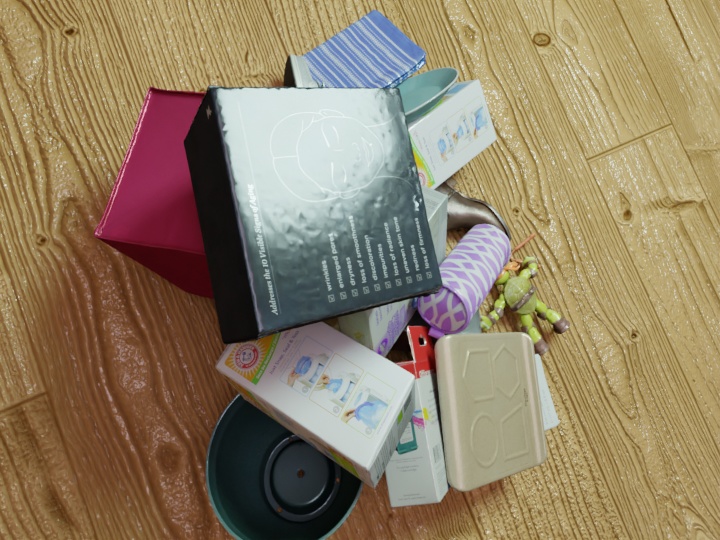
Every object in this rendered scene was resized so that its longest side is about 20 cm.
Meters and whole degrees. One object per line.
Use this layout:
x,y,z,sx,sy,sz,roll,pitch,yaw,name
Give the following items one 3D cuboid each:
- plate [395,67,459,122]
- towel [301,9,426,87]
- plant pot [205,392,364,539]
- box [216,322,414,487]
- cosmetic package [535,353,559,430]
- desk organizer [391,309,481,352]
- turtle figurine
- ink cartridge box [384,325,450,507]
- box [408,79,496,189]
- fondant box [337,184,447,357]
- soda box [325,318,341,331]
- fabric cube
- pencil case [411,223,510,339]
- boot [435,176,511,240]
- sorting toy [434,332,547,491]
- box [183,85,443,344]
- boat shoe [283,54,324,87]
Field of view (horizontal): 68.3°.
0.064,-0.260,0.832,0.198,0.198,0.026,-38,120,-18,plate
0.003,-0.354,0.892,0.199,0.024,0.145,-40,76,-20,towel
-0.083,0.250,0.679,0.192,0.136,0.207,-2,60,3,plant pot
-0.045,0.131,0.591,0.195,0.114,0.103,27,67,19,box
0.189,0.208,0.810,0.193,0.081,0.117,-15,84,-19,cosmetic package
0.078,0.077,0.806,0.192,0.078,0.074,6,58,-6,desk organizer
0.274,0.045,0.878,0.162,0.064,0.200,46,70,-2,turtle figurine
0.067,0.181,0.690,0.065,0.116,0.208,-13,79,19,ink cartridge box
0.103,-0.204,0.843,0.198,0.111,0.104,-38,118,-20,box
0.046,0.007,0.705,0.057,0.147,0.201,25,58,25,fondant box
0.000,0.000,0.748,0.062,0.068,0.203,23,67,26,soda box
-0.169,-0.080,0.673,0.192,0.200,0.204,9,74,16,fabric cube
0.152,0.011,0.755,0.082,0.088,0.199,19,40,27,pencil case
0.125,-0.044,0.855,0.185,0.065,0.201,38,68,9,boot
0.178,0.184,0.729,0.195,0.036,0.193,3,77,-38,sorting toy
-0.047,-0.054,0.509,0.191,0.123,0.208,-10,86,-32,box
-0.071,-0.239,0.840,0.063,0.074,0.209,-18,87,-24,boat shoe
